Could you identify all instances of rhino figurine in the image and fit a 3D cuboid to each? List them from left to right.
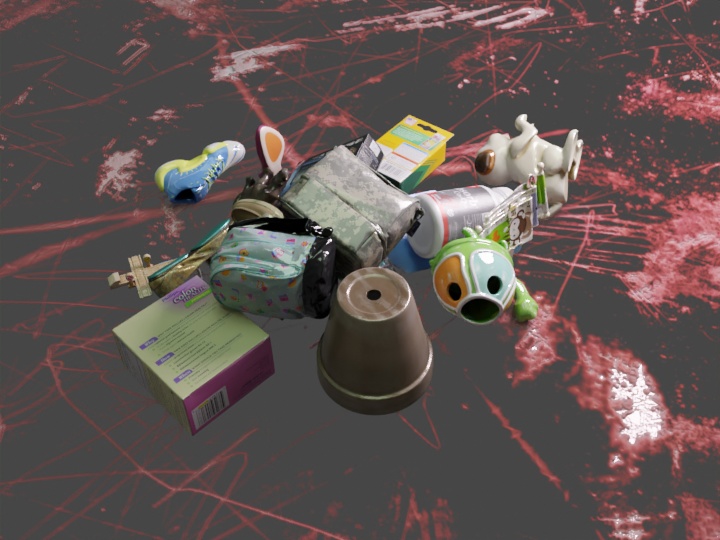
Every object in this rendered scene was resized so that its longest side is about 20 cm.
[{"bbox_3d":[-0.186,-0.147,1.581,0.059,0.199,0.088,35,63,-23],"label":"rhino figurine"}]

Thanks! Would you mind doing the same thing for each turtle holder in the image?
[{"bbox_3d":[0.206,0.033,1.412,0.140,0.186,0.133,-27,39,20],"label":"turtle holder"}]

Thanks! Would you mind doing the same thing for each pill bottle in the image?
[{"bbox_3d":[0.190,-0.093,1.505,0.197,0.117,0.116,-11,43,-29],"label":"pill bottle"}]

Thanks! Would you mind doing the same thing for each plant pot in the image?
[{"bbox_3d":[0.022,0.096,1.313,0.196,0.175,0.202,-1,43,1],"label":"plant pot"}]

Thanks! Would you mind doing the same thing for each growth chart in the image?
[{"bbox_3d":[0.275,-0.082,1.487,0.200,0.146,0.018,-43,45,-17],"label":"growth chart"}]

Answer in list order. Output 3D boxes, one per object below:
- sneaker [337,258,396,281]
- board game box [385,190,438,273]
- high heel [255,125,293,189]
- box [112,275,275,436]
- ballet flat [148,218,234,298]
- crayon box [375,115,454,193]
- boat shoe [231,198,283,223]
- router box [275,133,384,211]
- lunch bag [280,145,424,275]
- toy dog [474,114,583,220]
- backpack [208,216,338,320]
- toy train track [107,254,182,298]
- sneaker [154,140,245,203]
[{"bbox_3d":[0.000,0.000,1.489,0.077,0.091,0.202,-4,56,-52],"label":"sneaker"},{"bbox_3d":[0.109,-0.066,1.562,0.197,0.039,0.160,-13,66,-22],"label":"board game box"},{"bbox_3d":[-0.193,-0.229,1.635,0.095,0.200,0.068,21,75,23],"label":"high heel"},{"bbox_3d":[-0.270,0.133,1.341,0.199,0.098,0.175,35,55,30],"label":"box"},{"bbox_3d":[-0.299,-0.016,1.513,0.070,0.071,0.200,33,60,31],"label":"ballet flat"},{"bbox_3d":[0.093,-0.241,1.736,0.125,0.052,0.200,28,53,27],"label":"crayon box"},{"bbox_3d":[-0.164,-0.068,1.513,0.198,0.073,0.065,28,47,17],"label":"boat shoe"},{"bbox_3d":[-0.063,-0.168,1.587,0.198,0.062,0.151,-17,37,38],"label":"router box"},{"bbox_3d":[-0.013,-0.101,1.393,0.199,0.140,0.168,37,77,14],"label":"lunch bag"},{"bbox_3d":[0.328,-0.210,1.647,0.197,0.197,0.139,15,11,22],"label":"toy dog"},{"bbox_3d":[-0.142,0.000,1.316,0.197,0.169,0.128,10,45,10],"label":"backpack"},{"bbox_3d":[-0.374,-0.012,1.537,0.197,0.033,0.115,-17,47,-16],"label":"toy train track"},{"bbox_3d":[-0.320,-0.192,1.699,0.198,0.076,0.106,-24,60,-11],"label":"sneaker"}]
